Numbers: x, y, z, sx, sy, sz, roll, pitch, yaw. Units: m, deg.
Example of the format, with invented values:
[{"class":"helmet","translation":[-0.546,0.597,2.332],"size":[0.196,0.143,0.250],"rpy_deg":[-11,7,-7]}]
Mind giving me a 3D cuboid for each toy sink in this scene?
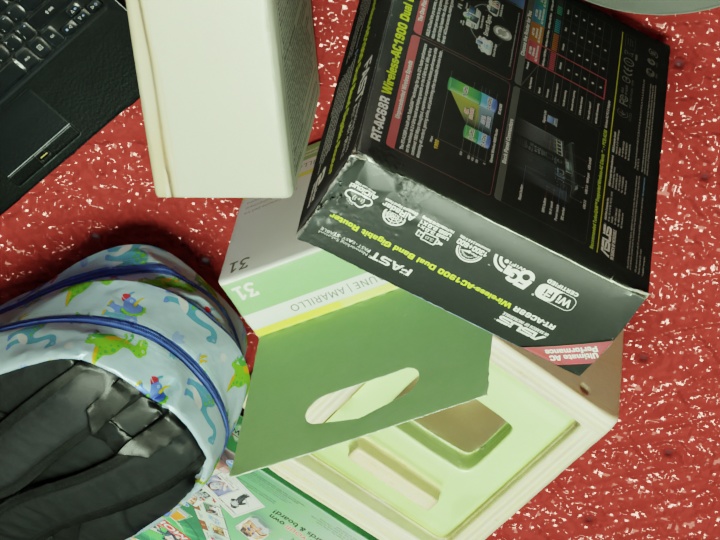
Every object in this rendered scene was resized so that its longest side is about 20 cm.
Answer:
[{"class":"toy sink","translation":[0.029,0.076,1.250],"size":[0.130,0.112,0.200],"rpy_deg":[35,124,-16]}]

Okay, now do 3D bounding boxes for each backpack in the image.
[{"class":"backpack","translation":[-0.151,0.074,1.264],"size":[0.163,0.154,0.200],"rpy_deg":[45,149,-15]}]

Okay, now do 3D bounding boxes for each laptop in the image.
[{"class":"laptop","translation":[-0.226,-0.099,1.164],"size":[0.177,0.103,0.200],"rpy_deg":[-36,114,29]}]

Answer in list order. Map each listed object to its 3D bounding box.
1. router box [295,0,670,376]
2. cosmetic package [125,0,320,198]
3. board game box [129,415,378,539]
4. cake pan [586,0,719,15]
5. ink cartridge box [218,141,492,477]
[{"class":"router box","translation":[0.063,-0.063,1.087],"size":[0.149,0.200,0.062],"rpy_deg":[27,130,-11]},{"class":"cosmetic package","translation":[-0.068,-0.144,1.109],"size":[0.073,0.104,0.201],"rpy_deg":[0,125,9]},{"class":"board game box","translation":[-0.039,0.173,1.371],"size":[0.200,0.029,0.135],"rpy_deg":[35,133,-18]},{"class":"cake pan","translation":[0.140,-0.202,1.077],"size":[0.199,0.037,0.201],"rpy_deg":[4,127,6]},{"class":"ink cartridge box","translation":[0.000,0.000,1.142],"size":[0.145,0.200,0.048],"rpy_deg":[-20,122,24]}]
